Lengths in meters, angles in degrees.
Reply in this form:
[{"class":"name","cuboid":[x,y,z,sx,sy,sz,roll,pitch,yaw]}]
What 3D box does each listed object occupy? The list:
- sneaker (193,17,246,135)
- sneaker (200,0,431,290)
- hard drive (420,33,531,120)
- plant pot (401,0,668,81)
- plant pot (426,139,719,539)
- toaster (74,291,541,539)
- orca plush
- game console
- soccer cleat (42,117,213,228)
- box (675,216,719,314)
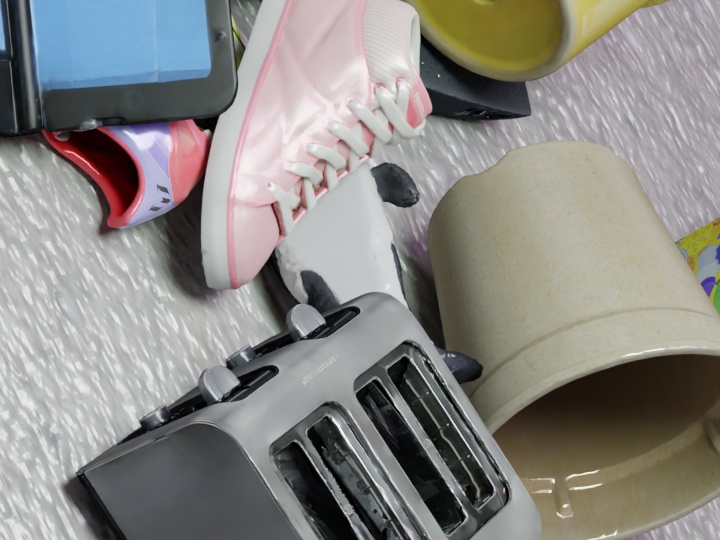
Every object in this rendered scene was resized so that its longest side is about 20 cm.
[{"class":"sneaker","cuboid":[-0.126,-0.167,1.484,0.200,0.075,0.076,64,30,-10]},{"class":"sneaker","cuboid":[-0.020,-0.075,1.456,0.104,0.075,0.201,11,63,11]},{"class":"hard drive","cuboid":[0.019,-0.166,1.655,0.200,0.042,0.135,15,55,-42]},{"class":"plant pot","cuboid":[0.119,-0.224,1.628,0.201,0.201,0.189,49,54,-12]},{"class":"plant pot","cuboid":[0.125,0.034,1.540,0.200,0.200,0.184,18,41,-40]},{"class":"toaster","cuboid":[-0.021,0.130,1.352,0.200,0.119,0.181,58,39,-1]},{"class":"orca plush","cuboid":[0.000,0.000,1.496,0.105,0.071,0.200,-39,62,-15]},{"class":"game console","cuboid":[-0.161,-0.174,1.339,0.176,0.116,0.200,-1,85,-64]},{"class":"soccer cleat","cuboid":[-0.159,-0.114,1.414,0.200,0.067,0.076,53,49,-7]},{"class":"box","cuboid":[0.346,0.029,1.753,0.192,0.200,0.122,31,45,-31]}]
